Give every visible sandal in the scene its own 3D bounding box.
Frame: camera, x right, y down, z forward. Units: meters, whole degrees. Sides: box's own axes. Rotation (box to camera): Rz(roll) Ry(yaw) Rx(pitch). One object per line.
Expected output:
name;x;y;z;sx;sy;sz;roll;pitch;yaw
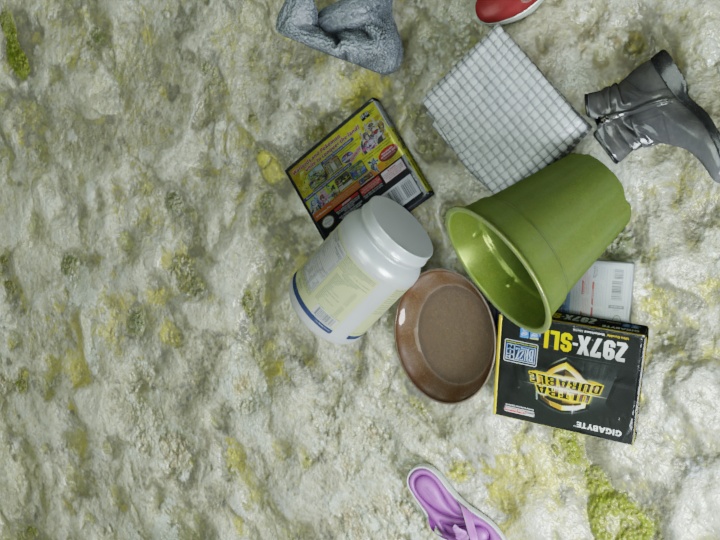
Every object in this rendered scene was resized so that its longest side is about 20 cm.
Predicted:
sandal;0.141;0.387;1.178;0.202;0.050;0.083;42;110;18

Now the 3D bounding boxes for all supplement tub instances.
supplement tub;0.000;0.000;1.163;0.200;0.145;0.145;-46;74;27

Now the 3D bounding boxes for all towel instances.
towel;0.204;-0.218;1.094;0.166;0.085;0.200;-43;76;24

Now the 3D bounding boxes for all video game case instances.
video game case;-0.006;-0.142;1.234;0.199;0.025;0.182;-35;78;25
video game case;0.284;0.052;1.104;0.198;0.018;0.145;5;96;26

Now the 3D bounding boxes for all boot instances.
boot;0.227;-0.408;1.035;0.199;0.144;0.073;-27;83;27
boot;0.389;-0.175;1.012;0.131;0.070;0.201;-32;67;22

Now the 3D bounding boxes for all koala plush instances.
koala plush;0.004;-0.412;1.142;0.183;0.177;0.201;23;103;11

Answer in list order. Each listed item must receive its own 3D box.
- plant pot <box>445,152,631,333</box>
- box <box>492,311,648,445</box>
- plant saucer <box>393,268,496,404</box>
plant pot;0.247;-0.054;1.012;0.189;0.200;0.200;-37;75;-11
box;0.290;0.142;1.074;0.198;0.049;0.161;9;106;25
plant saucer;0.131;0.096;1.147;0.199;0.036;0.202;6;99;47
